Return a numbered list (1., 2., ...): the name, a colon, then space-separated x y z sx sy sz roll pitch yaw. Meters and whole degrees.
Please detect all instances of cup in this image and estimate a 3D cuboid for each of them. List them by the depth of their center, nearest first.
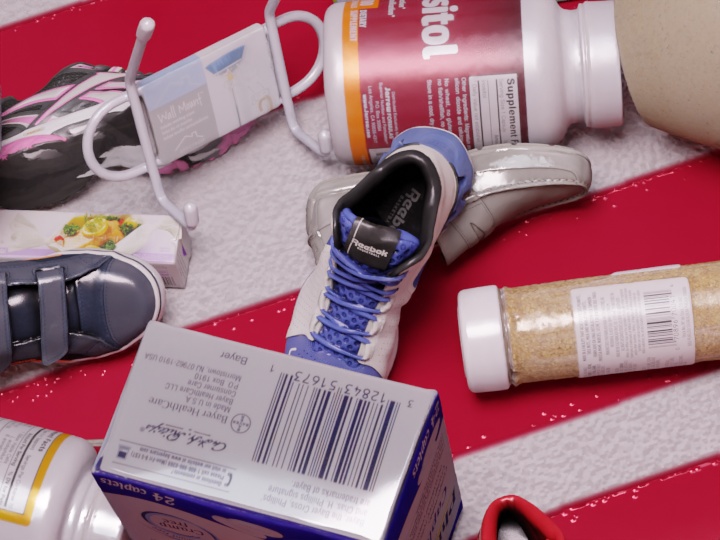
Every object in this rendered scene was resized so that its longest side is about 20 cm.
1. cup: 0.251 -0.161 1.463 0.142 0.200 0.202 -11 61 22

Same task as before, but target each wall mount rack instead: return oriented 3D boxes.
1. wall mount rack: -0.091 -0.129 1.463 0.199 0.175 0.074 -29 41 -22

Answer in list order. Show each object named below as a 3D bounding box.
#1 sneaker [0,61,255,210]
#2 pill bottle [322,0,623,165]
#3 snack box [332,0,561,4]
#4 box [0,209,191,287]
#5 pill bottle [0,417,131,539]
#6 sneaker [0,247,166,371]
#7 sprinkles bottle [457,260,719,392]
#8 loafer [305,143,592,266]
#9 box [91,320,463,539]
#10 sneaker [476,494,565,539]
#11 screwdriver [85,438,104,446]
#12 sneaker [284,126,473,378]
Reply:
1. sneaker: -0.176 -0.117 1.550 0.198 0.081 0.087 -14 51 -6
2. pill bottle: 0.078 -0.135 1.502 0.198 0.113 0.114 -4 63 5
3. snack box: 0.073 -0.257 1.598 0.198 0.053 0.143 -8 64 3
4. box: -0.217 -0.016 1.522 0.198 0.042 0.039 2 62 10
5. pill bottle: -0.239 0.148 1.398 0.198 0.109 0.110 14 66 7
6. sneaker: -0.233 0.030 1.469 0.198 0.079 0.079 -4 101 12
7. sprinkles bottle: 0.164 0.035 1.429 0.198 0.068 0.069 -7 62 4
8. loafer: 0.061 -0.037 1.484 0.198 0.070 0.070 -12 67 10
9. box: -0.044 0.134 1.332 0.182 0.200 0.106 13 67 14
10. sneaker: 0.103 0.230 1.311 0.078 0.116 0.201 -19 62 -2
11. screwdriver: -0.227 0.120 1.463 0.198 0.028 0.029 3 94 8
12. sneaker: 0.000 -0.001 1.403 0.080 0.115 0.201 27 99 9
